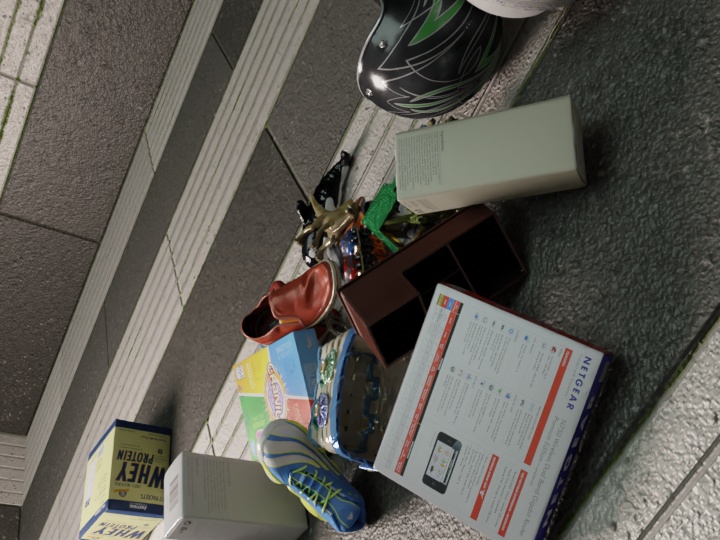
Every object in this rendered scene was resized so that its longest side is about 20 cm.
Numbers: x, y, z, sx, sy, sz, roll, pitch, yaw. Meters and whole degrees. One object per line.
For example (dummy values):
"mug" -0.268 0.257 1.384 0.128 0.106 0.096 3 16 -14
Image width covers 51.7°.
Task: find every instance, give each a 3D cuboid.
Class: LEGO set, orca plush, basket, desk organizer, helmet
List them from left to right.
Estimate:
"orca plush" -0.069 -0.106 1.241 0.105 0.070 0.204 36 107 59
"basket" 0.027 0.153 0.878 0.197 0.137 0.181 -14 63 46
"helmet" 0.084 -0.295 0.951 0.199 0.196 0.195 -38 53 44
"desk organizer" 0.081 0.013 0.817 0.197 0.073 0.077 -32 37 -9
"LEGO set" 0.104 -0.083 0.931 0.152 0.115 0.204 33 107 31

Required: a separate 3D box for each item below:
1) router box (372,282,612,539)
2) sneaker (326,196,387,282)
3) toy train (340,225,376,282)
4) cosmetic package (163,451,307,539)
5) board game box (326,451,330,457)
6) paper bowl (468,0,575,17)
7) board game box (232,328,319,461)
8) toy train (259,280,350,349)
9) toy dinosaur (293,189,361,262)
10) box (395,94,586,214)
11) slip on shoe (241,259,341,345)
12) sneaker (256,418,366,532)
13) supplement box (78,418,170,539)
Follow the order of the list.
"router box" 0.124 0.140 0.725 0.177 0.049 0.205 23 96 30
"sneaker" 0.011 -0.042 1.064 0.114 0.076 0.200 -66 30 13
"toy train" 0.000 0.000 0.940 0.202 0.044 0.035 -97 2 -59
"cosmetic package" -0.180 0.334 1.077 0.074 0.196 0.103 -48 37 34
"board game box" -0.079 0.207 1.148 0.106 0.023 0.201 -61 31 16
"paper bowl" 0.174 -0.371 0.841 0.105 0.195 0.205 103 166 -58
"board game box" -0.116 0.189 1.108 0.199 0.040 0.157 -31 69 49
"toy train" -0.084 0.106 1.141 0.199 0.083 0.118 36 104 49
"toy dinosaur" -0.048 -0.068 1.107 0.102 0.058 0.199 -53 23 -8
"box" 0.137 -0.119 0.799 0.195 0.068 0.085 -6 77 25
"slip on shoe" -0.100 0.050 1.069 0.198 0.060 0.076 -34 63 33
"sneaker" -0.048 0.262 0.929 0.104 0.201 0.076 19 63 44
"supplement box" -0.525 0.477 1.661 0.200 0.132 0.204 -45 39 39
